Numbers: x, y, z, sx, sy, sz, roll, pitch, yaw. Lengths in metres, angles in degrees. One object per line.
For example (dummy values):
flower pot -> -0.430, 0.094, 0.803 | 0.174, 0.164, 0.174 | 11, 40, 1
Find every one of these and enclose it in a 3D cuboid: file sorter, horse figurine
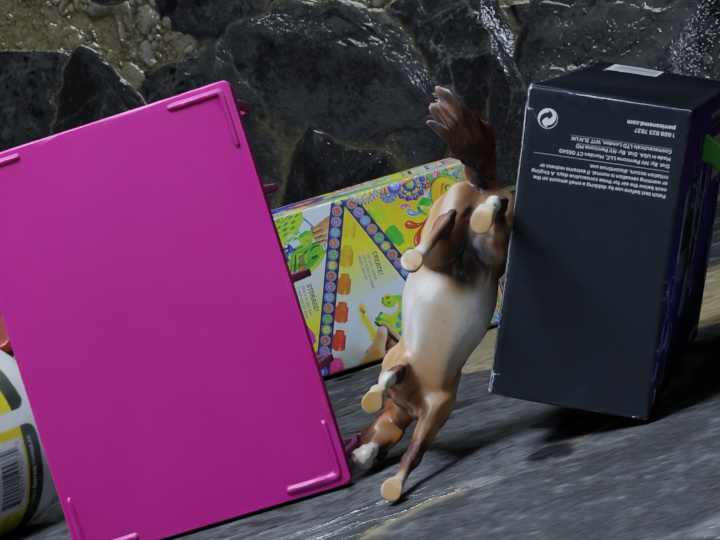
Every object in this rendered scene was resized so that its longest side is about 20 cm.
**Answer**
file sorter -> -0.093, 0.022, 0.989 | 0.139, 0.200, 0.125 | -17, 1, 6
horse figurine -> 0.035, 0.015, 0.891 | 0.050, 0.200, 0.133 | 17, 14, 8

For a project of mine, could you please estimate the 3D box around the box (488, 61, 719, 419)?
box -> 0.125, -0.021, 0.937 | 0.079, 0.141, 0.200 | 12, 12, 14

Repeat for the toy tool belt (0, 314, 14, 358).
toy tool belt -> -0.345, 0.101, 1.600 | 0.200, 0.123, 0.125 | -12, 45, 13

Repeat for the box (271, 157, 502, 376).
box -> 0.000, 0.000, 1.467 | 0.192, 0.122, 0.200 | -16, 4, 1

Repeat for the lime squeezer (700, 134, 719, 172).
lime squeezer -> 0.242, -0.002, 0.853 | 0.200, 0.071, 0.038 | 13, -7, 12

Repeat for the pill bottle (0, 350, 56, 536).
pill bottle -> -0.273, 0.118, 1.061 | 0.200, 0.113, 0.112 | -20, 5, -44
